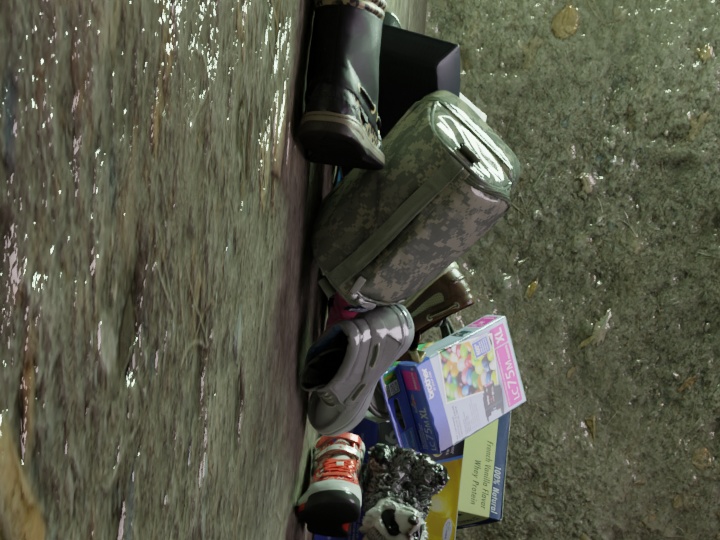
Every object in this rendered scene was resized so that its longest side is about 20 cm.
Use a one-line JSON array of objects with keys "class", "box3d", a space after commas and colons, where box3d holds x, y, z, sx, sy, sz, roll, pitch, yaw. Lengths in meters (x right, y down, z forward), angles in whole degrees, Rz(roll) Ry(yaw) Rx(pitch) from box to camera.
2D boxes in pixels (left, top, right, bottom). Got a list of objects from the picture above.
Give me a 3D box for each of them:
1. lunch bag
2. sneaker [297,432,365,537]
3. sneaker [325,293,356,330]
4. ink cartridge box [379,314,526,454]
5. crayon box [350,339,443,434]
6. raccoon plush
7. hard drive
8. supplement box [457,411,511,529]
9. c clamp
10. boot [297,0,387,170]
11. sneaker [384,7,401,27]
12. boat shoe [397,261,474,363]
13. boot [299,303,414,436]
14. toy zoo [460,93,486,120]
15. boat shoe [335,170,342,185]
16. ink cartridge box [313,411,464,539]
[{"class": "lunch bag", "box3d": [0.048, -0.062, 1.419, 0.200, 0.139, 0.168, -44, -179, 20]}, {"class": "sneaker", "box3d": [-0.030, 0.224, 1.588, 0.201, 0.067, 0.108, 94, 2, -71]}, {"class": "sneaker", "box3d": [0.000, 0.000, 1.614, 0.200, 0.079, 0.096, 114, -22, -50]}, {"class": "ink cartridge box", "box3d": [0.116, 0.144, 1.780, 0.200, 0.042, 0.120, -24, 105, -36]}, {"class": "crayon box", "box3d": [0.053, 0.165, 1.843, 0.058, 0.200, 0.119, 28, -59, 49]}, {"class": "raccoon plush", "box3d": [0.035, 0.282, 1.635, 0.200, 0.096, 0.134, 102, 4, -68]}, {"class": "hard drive", "box3d": [0.034, -0.163, 1.535, 0.200, 0.135, 0.042, 94, 21, -44]}, {"class": "supplement box", "box3d": [0.085, 0.235, 1.990, 0.134, 0.199, 0.201, -28, -130, 59]}, {"class": "c clamp", "box3d": [0.053, 0.091, 1.762, 0.200, 0.027, 0.171, -5, 90, -43]}, {"class": "boot", "box3d": [-0.012, -0.172, 1.297, 0.200, 0.073, 0.151, 30, 65, -80]}, {"class": "sneaker", "box3d": [0.039, -0.194, 1.672, 0.106, 0.075, 0.200, -94, 163, -52]}, {"class": "boat shoe", "box3d": [0.038, 0.072, 1.557, 0.202, 0.075, 0.075, -42, 168, 23]}, {"class": "boot", "box3d": [-0.029, 0.107, 1.483, 0.074, 0.095, 0.200, 54, -46, 26]}, {"class": "toy zoo", "box3d": [0.088, -0.181, 1.847, 0.020, 0.200, 0.131, -3, -124, 52]}, {"class": "boat shoe", "box3d": [0.010, -0.099, 1.671, 0.200, 0.068, 0.084, -81, 174, -46]}, {"class": "ink cartridge box", "box3d": [0.040, 0.265, 1.804, 0.047, 0.200, 0.198, 25, -64, 48]}]
